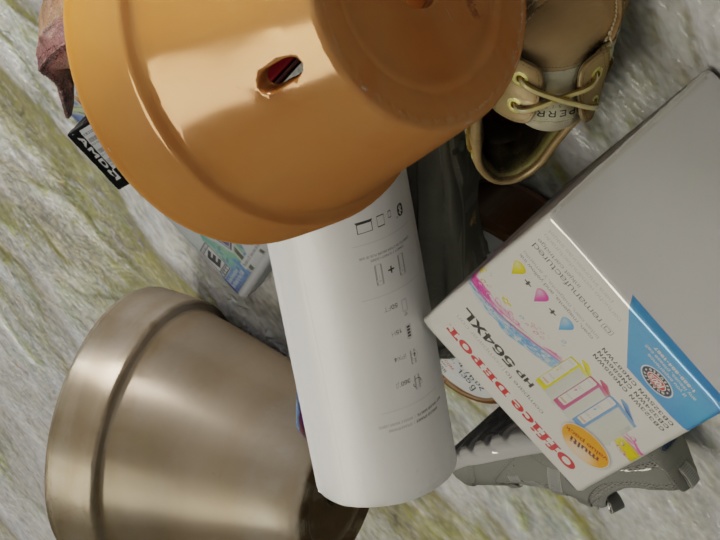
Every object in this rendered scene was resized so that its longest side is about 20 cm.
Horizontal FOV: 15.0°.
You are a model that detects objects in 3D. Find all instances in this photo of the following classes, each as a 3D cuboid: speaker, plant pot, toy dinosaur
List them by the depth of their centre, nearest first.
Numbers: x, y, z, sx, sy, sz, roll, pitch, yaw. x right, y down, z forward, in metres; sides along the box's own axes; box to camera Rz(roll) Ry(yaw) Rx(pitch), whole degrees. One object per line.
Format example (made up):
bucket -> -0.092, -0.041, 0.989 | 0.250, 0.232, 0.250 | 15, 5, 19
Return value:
plant pot -> -0.019, -0.121, 1.277 | 0.140, 0.200, 0.200 | -12, 116, 49
speaker -> -0.002, 0.023, 1.448 | 0.081, 0.081, 0.200 | 19, 128, 46
toy dinosaur -> -0.141, -0.155, 1.562 | 0.086, 0.136, 0.200 | 34, 119, -17
plant pot -> -0.088, 0.127, 1.853 | 0.173, 0.200, 0.200 | 15, 141, 24

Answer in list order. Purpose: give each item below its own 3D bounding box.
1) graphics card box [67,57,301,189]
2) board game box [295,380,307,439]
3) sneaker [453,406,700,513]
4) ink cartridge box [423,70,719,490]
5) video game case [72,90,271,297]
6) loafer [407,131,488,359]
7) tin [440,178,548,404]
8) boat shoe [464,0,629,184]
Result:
graphics card box -> -0.079, -0.121, 1.544 | 0.051, 0.126, 0.200 | 46, 156, -10
board game box -> 0.000, 0.000, 1.557 | 0.039, 0.158, 0.200 | 6, 119, 11
sneaker -> 0.119, 0.113, 1.607 | 0.082, 0.075, 0.200 | 56, 153, -10
ink cartridge box -> 0.137, 0.014, 1.391 | 0.129, 0.125, 0.200 | 48, 153, 1
video game case -> -0.107, -0.086, 1.752 | 0.182, 0.022, 0.200 | 47, 154, 5
loafer -> 0.030, -0.047, 1.484 | 0.070, 0.070, 0.201 | 3, 109, 18
tin -> 0.076, 0.016, 1.591 | 0.112, 0.042, 0.200 | 45, 154, -1
boat shoe -> 0.093, -0.100, 1.347 | 0.200, 0.074, 0.067 | 112, 154, -70
